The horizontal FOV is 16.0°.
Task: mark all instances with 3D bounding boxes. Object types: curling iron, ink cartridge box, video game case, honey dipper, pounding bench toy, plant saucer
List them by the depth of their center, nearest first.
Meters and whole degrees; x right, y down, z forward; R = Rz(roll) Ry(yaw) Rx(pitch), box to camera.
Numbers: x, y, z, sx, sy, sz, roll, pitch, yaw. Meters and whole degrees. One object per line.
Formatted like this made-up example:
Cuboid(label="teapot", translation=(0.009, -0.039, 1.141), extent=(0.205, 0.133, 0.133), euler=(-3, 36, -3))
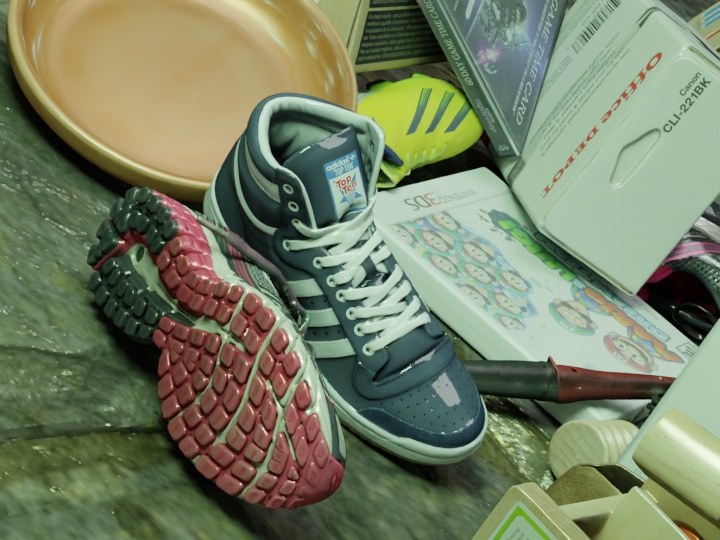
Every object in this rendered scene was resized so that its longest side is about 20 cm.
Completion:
Cuboid(label="pounding bench toy", translation=(0.134, 0.143, 1.083), extent=(0.124, 0.200, 0.156), euler=(45, 26, 26))
Cuboid(label="curling iron", translation=(0.112, 0.061, 1.384), extent=(0.200, 0.026, 0.050), euler=(9, 4, -20))
Cuboid(label="plant saucer", translation=(-0.100, -0.109, 1.409), extent=(0.200, 0.037, 0.200), euler=(14, 45, -14))
Cuboid(label="honey dipper", translation=(0.173, 0.102, 1.426), extent=(0.200, 0.038, 0.038), euler=(4, 37, -53))
Cuboid(label="video game case", translation=(0.102, 0.016, 1.513), extent=(0.200, 0.024, 0.182), euler=(42, 25, 17))
Cuboid(label="video game case", translation=(0.072, -0.189, 1.572), extent=(0.200, 0.019, 0.143), euler=(60, 37, -40))
Cuboid(label="ink cartridge box", translation=(-0.048, -0.190, 1.585), extent=(0.200, 0.075, 0.165), euler=(23, 16, 22))
Cuboid(label="ink cartridge box", translation=(0.163, -0.092, 1.602), extent=(0.084, 0.144, 0.200), euler=(35, 12, -19))

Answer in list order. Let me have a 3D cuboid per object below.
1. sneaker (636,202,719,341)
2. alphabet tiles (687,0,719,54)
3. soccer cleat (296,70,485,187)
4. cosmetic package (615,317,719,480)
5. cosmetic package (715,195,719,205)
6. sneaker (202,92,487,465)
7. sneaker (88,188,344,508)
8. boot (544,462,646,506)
Cuboid(label="sneaker", translation=(0.251, 0.026, 1.636), extent=(0.200, 0.081, 0.075), euler=(25, 46, -9))
Cuboid(label="alphabet tiles", translation=(0.228, -0.133, 1.768), extent=(0.015, 0.196, 0.200), euler=(52, 18, -16))
Cuboid(label="soccer cleat", translation=(0.010, -0.076, 1.529), extent=(0.200, 0.065, 0.084), euler=(0, 46, -49))
Cuboid(label="cosmetic package", translation=(0.241, 0.089, 1.327), extent=(0.123, 0.200, 0.199), euler=(44, 25, 22))
Cuboid(label="cosmetic package", translation=(0.323, -0.088, 1.775), extent=(0.151, 0.200, 0.052), euler=(13, 38, -42))
Cuboid(label="sneaker", translation=(0.000, 0.000, 1.267), extent=(0.070, 0.109, 0.200), euler=(-30, 71, -32))
Cuboid(label="sneaker", translation=(-0.053, 0.032, 1.191), extent=(0.075, 0.081, 0.200), euler=(18, 27, -40))
Cuboid(label="boot", translation=(0.148, 0.173, 1.205), extent=(0.074, 0.075, 0.200), euler=(3, 39, -53))
